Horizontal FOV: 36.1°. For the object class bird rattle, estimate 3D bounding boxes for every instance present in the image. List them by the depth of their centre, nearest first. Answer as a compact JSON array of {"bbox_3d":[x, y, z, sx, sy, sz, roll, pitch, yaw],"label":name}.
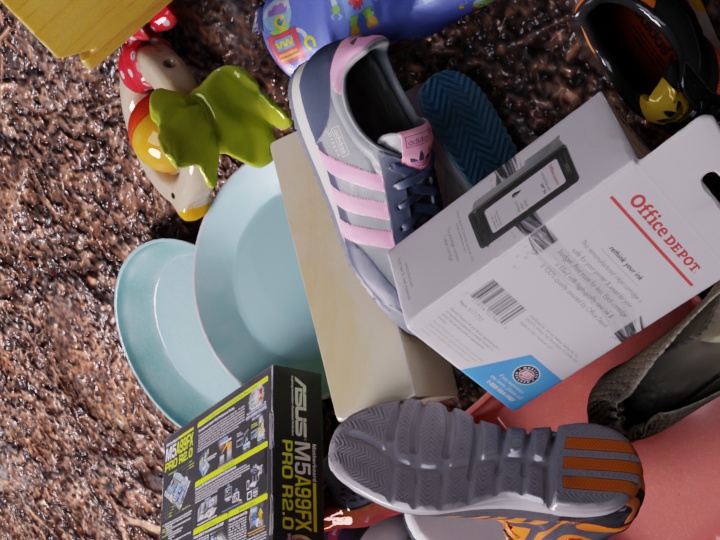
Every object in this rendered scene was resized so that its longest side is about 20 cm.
[{"bbox_3d":[-0.158,-0.129,0.867,0.200,0.112,0.164,44,143,21],"label":"bird rattle"}]

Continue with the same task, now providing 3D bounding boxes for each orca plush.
[{"bbox_3d":[0.128,0.228,0.854,0.197,0.106,0.071,4,143,18],"label":"orca plush"}]

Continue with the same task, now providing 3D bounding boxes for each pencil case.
[{"bbox_3d":[0.020,-0.188,0.723,0.199,0.078,0.088,-19,89,41],"label":"pencil case"}]

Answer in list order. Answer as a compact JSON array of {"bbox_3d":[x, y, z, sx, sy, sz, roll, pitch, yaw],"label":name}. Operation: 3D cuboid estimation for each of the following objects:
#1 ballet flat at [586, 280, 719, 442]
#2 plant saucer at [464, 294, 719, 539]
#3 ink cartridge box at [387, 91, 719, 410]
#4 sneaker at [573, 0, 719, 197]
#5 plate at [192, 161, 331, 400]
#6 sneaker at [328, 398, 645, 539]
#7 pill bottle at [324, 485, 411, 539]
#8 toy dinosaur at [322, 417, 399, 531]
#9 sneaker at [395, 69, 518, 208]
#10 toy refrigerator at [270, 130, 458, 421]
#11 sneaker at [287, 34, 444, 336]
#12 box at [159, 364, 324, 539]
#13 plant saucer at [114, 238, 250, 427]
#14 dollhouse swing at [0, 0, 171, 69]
[{"bbox_3d":[0.210,0.045,0.656,0.067,0.046,0.200,47,122,-2],"label":"ballet flat"},{"bbox_3d":[0.195,0.115,0.739,0.200,0.037,0.200,46,121,4],"label":"plant saucer"},{"bbox_3d":[0.129,-0.017,0.640,0.199,0.068,0.116,-36,129,21],"label":"ink cartridge box"},{"bbox_3d":[0.193,-0.088,0.630,0.201,0.090,0.070,52,132,5],"label":"sneaker"},{"bbox_3d":[-0.049,0.003,0.870,0.198,0.025,0.203,0,89,32],"label":"plate"},{"bbox_3d":[0.080,0.146,0.712,0.197,0.078,0.113,7,146,16],"label":"sneaker"},{"bbox_3d":[-0.020,0.230,0.933,0.199,0.111,0.113,27,125,24],"label":"pill bottle"},{"bbox_3d":[0.033,0.165,0.844,0.180,0.105,0.202,18,92,33],"label":"toy dinosaur"},{"bbox_3d":[0.080,-0.034,0.763,0.081,0.076,0.202,-19,97,56],"label":"sneaker"},{"bbox_3d":[0.000,0.000,0.776,0.069,0.076,0.202,-20,77,24],"label":"toy refrigerator"},{"bbox_3d":[0.022,-0.052,0.697,0.082,0.070,0.202,-22,97,55],"label":"sneaker"},{"bbox_3d":[-0.094,0.180,0.838,0.200,0.044,0.162,-36,48,49],"label":"box"},{"bbox_3d":[-0.138,0.061,0.992,0.198,0.036,0.202,16,119,31],"label":"plant saucer"},{"bbox_3d":[-0.205,-0.283,0.733,0.181,0.200,0.176,-41,75,-2],"label":"dollhouse swing"}]
